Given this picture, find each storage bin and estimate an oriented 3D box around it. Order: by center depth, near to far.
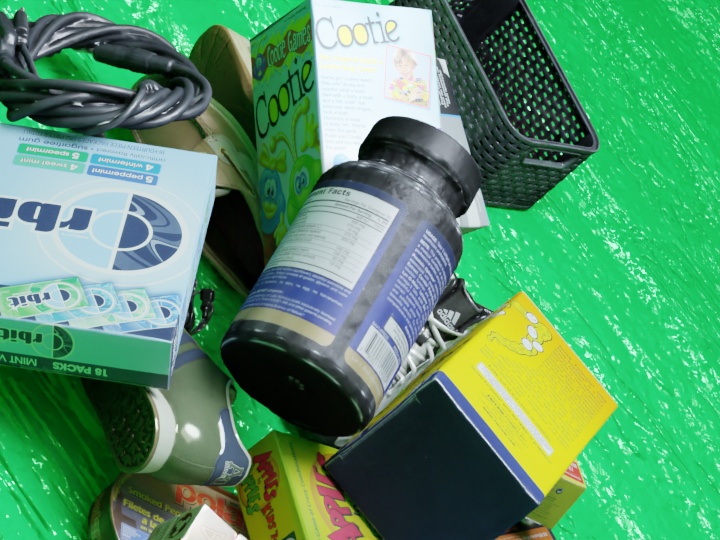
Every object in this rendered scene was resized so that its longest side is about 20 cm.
[{"bbox_3d":[0.108,-0.164,2.082,0.135,0.094,0.201,5,53,-49],"label":"storage bin"}]

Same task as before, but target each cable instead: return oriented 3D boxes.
[{"bbox_3d":[-0.185,-0.133,1.646,0.162,0.051,0.200,8,20,-24],"label":"cable"}]

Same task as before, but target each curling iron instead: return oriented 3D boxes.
[{"bbox_3d":[-0.159,-0.032,1.666,0.049,0.026,0.201,-21,64,-18],"label":"curling iron"}]

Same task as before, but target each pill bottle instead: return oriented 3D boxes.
[{"bbox_3d":[0.000,0.000,1.542,0.112,0.112,0.201,39,64,-16],"label":"pill bottle"}]

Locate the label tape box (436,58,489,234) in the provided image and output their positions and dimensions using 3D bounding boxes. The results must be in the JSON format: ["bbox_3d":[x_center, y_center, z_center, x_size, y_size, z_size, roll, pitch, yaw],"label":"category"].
[{"bbox_3d":[0.015,-0.093,1.805,0.200,0.066,0.144,-1,75,-63],"label":"label tape box"}]

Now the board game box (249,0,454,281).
[{"bbox_3d":[-0.008,-0.082,1.682,0.104,0.103,0.201,3,77,-29],"label":"board game box"}]

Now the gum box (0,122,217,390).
[{"bbox_3d":[-0.190,-0.014,1.515,0.169,0.045,0.200,9,39,0],"label":"gum box"}]

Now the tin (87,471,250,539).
[{"bbox_3d":[-0.090,0.195,1.504,0.199,0.042,0.112,30,40,-28],"label":"tin"}]

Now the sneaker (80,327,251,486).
[{"bbox_3d":[-0.127,0.075,1.530,0.090,0.067,0.200,20,26,-30],"label":"sneaker"}]

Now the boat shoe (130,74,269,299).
[{"bbox_3d":[-0.108,-0.060,1.718,0.200,0.074,0.066,50,26,1],"label":"boat shoe"}]

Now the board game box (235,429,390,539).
[{"bbox_3d":[0.008,0.181,1.566,0.200,0.048,0.102,22,40,-44],"label":"board game box"}]

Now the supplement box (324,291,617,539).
[{"bbox_3d":[0.079,0.111,1.588,0.110,0.109,0.200,51,26,1],"label":"supplement box"}]

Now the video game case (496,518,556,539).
[{"bbox_3d":[0.086,0.218,1.711,0.200,0.025,0.181,-3,58,-53],"label":"video game case"}]

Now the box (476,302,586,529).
[{"bbox_3d":[0.113,0.108,1.798,0.075,0.050,0.200,27,27,-24],"label":"box"}]

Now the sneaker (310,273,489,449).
[{"bbox_3d":[0.026,0.052,1.725,0.076,0.115,0.200,49,32,0],"label":"sneaker"}]

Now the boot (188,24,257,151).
[{"bbox_3d":[-0.045,-0.095,1.840,0.155,0.073,0.201,15,43,-45],"label":"boot"}]

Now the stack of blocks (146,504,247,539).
[{"bbox_3d":[-0.066,0.253,1.409,0.200,0.058,0.115,45,51,-15],"label":"stack of blocks"}]
